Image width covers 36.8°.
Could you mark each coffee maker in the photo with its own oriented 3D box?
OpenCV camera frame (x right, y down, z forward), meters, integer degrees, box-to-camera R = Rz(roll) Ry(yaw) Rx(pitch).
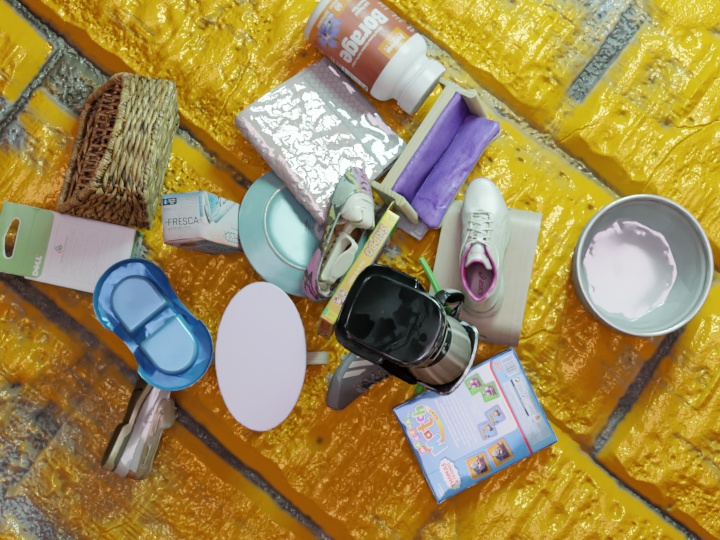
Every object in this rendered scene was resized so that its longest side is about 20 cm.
[{"bbox_3d":[0.041,0.080,1.418,0.190,0.200,0.137,-1,74,19],"label":"coffee maker"}]

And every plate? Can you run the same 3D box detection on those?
[{"bbox_3d":[-0.079,-0.061,1.566,0.198,0.026,0.203,7,70,-20],"label":"plate"}]

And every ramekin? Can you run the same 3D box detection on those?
[{"bbox_3d":[0.399,-0.003,1.572,0.197,0.105,0.203,0,85,-1],"label":"ramekin"}]

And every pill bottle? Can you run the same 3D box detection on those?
[{"bbox_3d":[0.024,-0.324,1.582,0.199,0.112,0.112,40,86,3],"label":"pill bottle"}]

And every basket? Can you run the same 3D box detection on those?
[{"bbox_3d":[-0.348,-0.179,1.526,0.147,0.143,0.202,11,68,-1],"label":"basket"}]

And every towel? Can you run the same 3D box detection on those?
[{"bbox_3d":[-0.054,-0.195,1.583,0.191,0.032,0.200,-40,87,-23],"label":"towel"}]

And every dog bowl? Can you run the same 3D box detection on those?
[{"bbox_3d":[-0.286,0.077,1.511,0.111,0.050,0.201,-39,84,-7],"label":"dog bowl"}]

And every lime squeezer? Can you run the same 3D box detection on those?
[{"bbox_3d":[0.115,0.083,1.562,0.037,0.070,0.203,-12,108,-43],"label":"lime squeezer"}]

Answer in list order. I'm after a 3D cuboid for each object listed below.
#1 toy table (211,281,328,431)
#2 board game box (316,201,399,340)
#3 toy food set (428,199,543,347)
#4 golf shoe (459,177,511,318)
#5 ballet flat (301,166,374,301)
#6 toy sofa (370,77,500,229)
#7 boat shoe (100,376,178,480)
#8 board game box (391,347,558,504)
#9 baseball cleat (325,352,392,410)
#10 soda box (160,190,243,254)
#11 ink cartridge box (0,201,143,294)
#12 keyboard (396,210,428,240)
[{"bbox_3d":[-0.137,0.122,1.542,0.181,0.117,0.203,11,86,-1],"label":"toy table"},{"bbox_3d":[0.000,0.000,1.531,0.030,0.096,0.201,28,73,3],"label":"board game box"},{"bbox_3d":[0.181,0.001,1.596,0.142,0.060,0.203,10,84,11],"label":"toy food set"},{"bbox_3d":[0.174,-0.037,1.526,0.074,0.092,0.203,-2,81,11],"label":"golf shoe"},{"bbox_3d":[-0.021,-0.048,1.516,0.069,0.071,0.202,27,82,-32],"label":"ballet flat"},{"bbox_3d":[0.113,-0.168,1.573,0.097,0.083,0.201,32,85,26],"label":"toy sofa"},{"bbox_3d":[-0.299,0.203,1.560,0.068,0.075,0.202,28,83,-18],"label":"boat shoe"},{"bbox_3d":[0.166,0.225,1.581,0.198,0.037,0.153,-26,88,-4],"label":"board game box"},{"bbox_3d":[0.030,0.134,1.546,0.106,0.070,0.201,39,100,31],"label":"baseball cleat"},{"bbox_3d":[-0.212,-0.064,1.511,0.063,0.200,0.069,-5,86,11],"label":"soda box"},{"bbox_3d":[-0.426,-0.027,1.575,0.197,0.059,0.105,12,85,-1],"label":"ink cartridge box"},{"bbox_3d":[0.123,-0.141,1.615,0.056,0.011,0.201,32,84,30],"label":"keyboard"}]
